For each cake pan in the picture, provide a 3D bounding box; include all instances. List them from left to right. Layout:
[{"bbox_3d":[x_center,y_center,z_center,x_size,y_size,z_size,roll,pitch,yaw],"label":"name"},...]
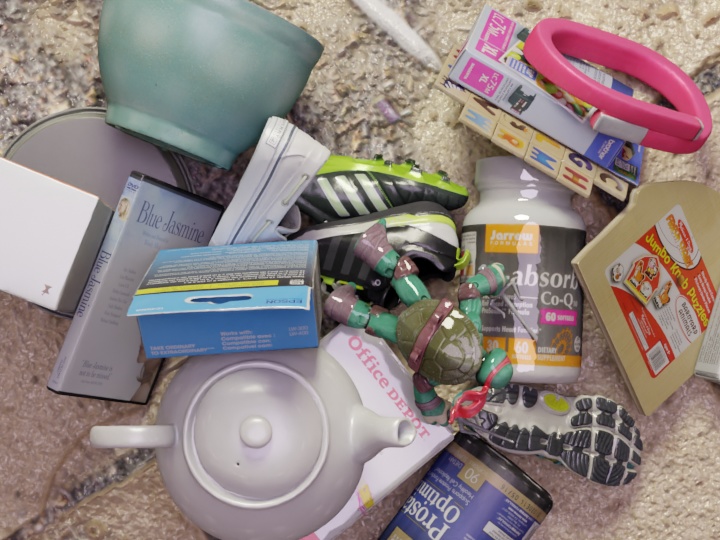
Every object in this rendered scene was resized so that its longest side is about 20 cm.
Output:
[{"bbox_3d":[-0.250,-0.053,1.360,0.198,0.037,0.202,0,88,-4],"label":"cake pan"}]

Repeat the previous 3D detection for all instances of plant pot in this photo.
[{"bbox_3d":[-0.148,-0.169,1.295,0.199,0.200,0.135,21,90,-3],"label":"plant pot"}]

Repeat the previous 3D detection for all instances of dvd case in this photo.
[{"bbox_3d":[-0.196,0.020,1.307,0.017,0.142,0.201,22,91,26],"label":"dvd case"}]

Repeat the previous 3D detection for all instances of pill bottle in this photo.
[{"bbox_3d":[0.076,0.255,1.333,0.112,0.112,0.201,37,85,-2],"label":"pill bottle"},{"bbox_3d":[0.148,0.001,1.347,0.115,0.116,0.202,2,88,-4],"label":"pill bottle"}]

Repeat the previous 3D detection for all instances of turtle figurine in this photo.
[{"bbox_3d":[0.070,0.052,1.254,0.199,0.101,0.150,35,93,15],"label":"turtle figurine"}]

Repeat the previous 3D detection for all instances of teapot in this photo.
[{"bbox_3d":[-0.089,0.137,1.226,0.197,0.146,0.200,44,85,6],"label":"teapot"}]

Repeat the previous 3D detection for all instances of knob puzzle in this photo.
[{"bbox_3d":[0.289,0.004,1.375,0.218,0.030,0.222,-5,99,-32],"label":"knob puzzle"}]

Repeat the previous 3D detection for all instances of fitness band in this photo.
[{"bbox_3d":[0.238,-0.171,1.342,0.199,0.144,0.038,13,127,-28],"label":"fitness band"}]

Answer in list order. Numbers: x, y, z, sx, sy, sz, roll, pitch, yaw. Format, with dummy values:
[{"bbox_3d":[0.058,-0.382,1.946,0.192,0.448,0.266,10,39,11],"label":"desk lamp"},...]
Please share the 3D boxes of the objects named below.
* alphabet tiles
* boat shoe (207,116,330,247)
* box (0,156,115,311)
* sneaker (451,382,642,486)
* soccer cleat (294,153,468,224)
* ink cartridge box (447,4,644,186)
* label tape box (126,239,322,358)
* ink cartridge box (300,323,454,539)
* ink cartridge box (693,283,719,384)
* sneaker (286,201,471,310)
[{"bbox_3d":[0.161,-0.137,1.344,0.199,0.167,0.006,31,122,-2],"label":"alphabet tiles"},{"bbox_3d":[-0.086,-0.047,1.305,0.066,0.200,0.074,26,49,-5],"label":"boat shoe"},{"bbox_3d":[-0.282,-0.031,1.238,0.124,0.200,0.098,22,87,-3],"label":"box"},{"bbox_3d":[0.175,0.144,1.364,0.199,0.080,0.078,21,79,-22],"label":"sneaker"},{"bbox_3d":[0.000,-0.067,1.372,0.198,0.068,0.082,8,103,-2],"label":"soccer cleat"},{"bbox_3d":[0.183,-0.164,1.358,0.199,0.120,0.042,32,123,-4],"label":"ink cartridge box"},{"bbox_3d":[-0.105,0.030,1.203,0.142,0.200,0.067,-4,106,1],"label":"label tape box"},{"bbox_3d":[-0.035,0.156,1.342,0.200,0.086,0.148,-38,88,-6],"label":"ink cartridge box"},{"bbox_3d":[0.423,0.031,1.404,0.172,0.043,0.202,20,85,-23],"label":"ink cartridge box"},{"bbox_3d":[0.000,0.000,1.332,0.198,0.072,0.083,-18,60,12],"label":"sneaker"}]
